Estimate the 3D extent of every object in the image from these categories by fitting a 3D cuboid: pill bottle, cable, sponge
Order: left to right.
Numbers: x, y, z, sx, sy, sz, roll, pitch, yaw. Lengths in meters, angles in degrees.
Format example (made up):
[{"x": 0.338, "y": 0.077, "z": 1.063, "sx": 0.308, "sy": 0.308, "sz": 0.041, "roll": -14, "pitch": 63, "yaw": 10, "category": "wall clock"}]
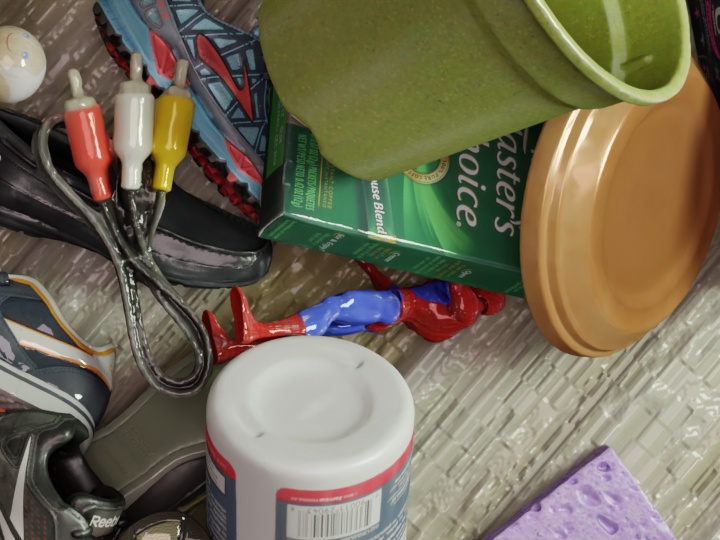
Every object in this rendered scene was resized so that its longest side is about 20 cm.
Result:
[{"x": -0.136, "y": -0.024, "z": 1.364, "sx": 0.096, "sy": 0.050, "sz": 0.201, "roll": -6, "pitch": 83, "yaw": -11, "category": "cable"}, {"x": -0.032, "y": 0.150, "z": 1.376, "sx": 0.119, "sy": 0.120, "sz": 0.201, "roll": -1, "pitch": 129, "yaw": -5, "category": "pill bottle"}, {"x": 0.109, "y": 0.214, "z": 1.471, "sx": 0.200, "sy": 0.030, "sz": 0.112, "roll": -37, "pitch": 95, "yaw": -3, "category": "sponge"}]

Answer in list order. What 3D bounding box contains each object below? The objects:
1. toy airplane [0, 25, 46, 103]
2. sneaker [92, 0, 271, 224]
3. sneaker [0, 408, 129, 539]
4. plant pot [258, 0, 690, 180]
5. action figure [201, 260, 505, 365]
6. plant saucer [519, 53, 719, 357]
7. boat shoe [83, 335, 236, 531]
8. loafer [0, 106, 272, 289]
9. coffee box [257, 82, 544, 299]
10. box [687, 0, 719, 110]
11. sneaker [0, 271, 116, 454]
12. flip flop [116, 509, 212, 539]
[{"x": -0.253, "y": -0.115, "z": 1.354, "sx": 0.140, "sy": 0.199, "sz": 0.201, "roll": 7, "pitch": 96, "yaw": -7, "category": "toy airplane"}, {"x": -0.071, "y": -0.107, "z": 1.424, "sx": 0.095, "sy": 0.079, "sz": 0.200, "roll": -39, "pitch": 94, "yaw": -5, "category": "sneaker"}, {"x": -0.178, "y": 0.171, "z": 1.351, "sx": 0.097, "sy": 0.071, "sz": 0.202, "roll": -11, "pitch": 88, "yaw": 20, "category": "sneaker"}, {"x": 0.051, "y": -0.146, "z": 1.293, "sx": 0.184, "sy": 0.200, "sz": 0.201, "roll": -26, "pitch": 94, "yaw": 31, "category": "plant pot"}, {"x": 0.000, "y": 0.000, "z": 1.428, "sx": 0.199, "sy": 0.065, "sz": 0.100, "roll": -1, "pitch": 72, "yaw": -31, "category": "action figure"}, {"x": 0.164, "y": -0.043, "z": 1.398, "sx": 0.037, "sy": 0.200, "sz": 0.201, "roll": 16, "pitch": 89, "yaw": 36, "category": "plant saucer"}, {"x": -0.110, "y": 0.108, "z": 1.436, "sx": 0.201, "sy": 0.061, "sz": 0.072, "roll": -32, "pitch": 57, "yaw": -7, "category": "boat shoe"}, {"x": -0.146, "y": -0.044, "z": 1.418, "sx": 0.199, "sy": 0.068, "sz": 0.071, "roll": 19, "pitch": 116, "yaw": -2, "category": "loafer"}, {"x": 0.040, "y": -0.060, "z": 1.407, "sx": 0.199, "sy": 0.044, "sz": 0.124, "roll": 14, "pitch": 65, "yaw": -21, "category": "coffee box"}, {"x": 0.289, "y": -0.097, "z": 1.438, "sx": 0.131, "sy": 0.115, "sz": 0.201, "roll": -10, "pitch": 92, "yaw": -4, "category": "box"}, {"x": -0.241, "y": 0.037, "z": 1.409, "sx": 0.199, "sy": 0.078, "sz": 0.080, "roll": 30, "pitch": 55, "yaw": -8, "category": "sneaker"}, {"x": -0.105, "y": 0.232, "z": 1.371, "sx": 0.081, "sy": 0.058, "sz": 0.201, "roll": -19, "pitch": 111, "yaw": -9, "category": "flip flop"}]
